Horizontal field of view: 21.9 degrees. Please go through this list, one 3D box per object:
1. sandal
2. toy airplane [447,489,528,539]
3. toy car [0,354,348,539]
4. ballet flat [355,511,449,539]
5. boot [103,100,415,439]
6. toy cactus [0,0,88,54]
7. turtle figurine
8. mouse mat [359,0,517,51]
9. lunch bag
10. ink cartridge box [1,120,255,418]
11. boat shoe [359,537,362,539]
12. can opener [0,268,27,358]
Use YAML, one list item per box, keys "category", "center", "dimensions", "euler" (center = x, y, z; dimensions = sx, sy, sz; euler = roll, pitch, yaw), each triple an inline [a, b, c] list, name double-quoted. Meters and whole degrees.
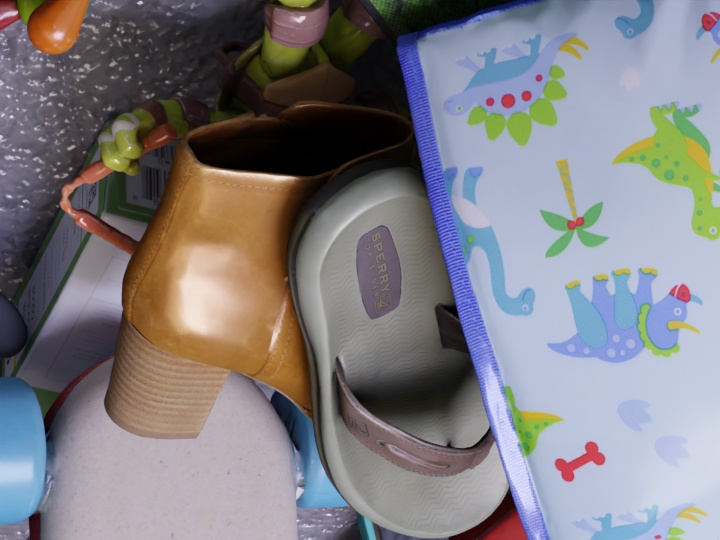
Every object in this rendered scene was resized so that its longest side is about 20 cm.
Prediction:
- category: "sandal"
  center: [0.021, 0.045, 0.713]
  dimensions: [0.080, 0.057, 0.201]
  euler: [-38, 140, -16]
- category: "toy airplane"
  center: [0.127, 0.141, 0.912]
  dimensions: [0.199, 0.141, 0.200]
  euler: [-15, 165, -7]
- category: "toy car"
  center: [-0.111, 0.132, 0.849]
  dimensions: [0.184, 0.177, 0.200]
  euler: [1, 169, -26]
- category: "ballet flat"
  center: [0.017, 0.089, 0.939]
  dimensions: [0.073, 0.073, 0.200]
  euler: [-11, 138, 7]
- category: "boot"
  center: [-0.001, 0.000, 0.744]
  dimensions: [0.201, 0.071, 0.144]
  euler: [-4, 134, -36]
- category: "toy cactus"
  center: [-0.088, -0.141, 0.643]
  dimensions: [0.165, 0.102, 0.200]
  euler: [2, 146, -2]
- category: "turtle figurine"
  center: [-0.016, -0.077, 0.749]
  dimensions: [0.200, 0.064, 0.161]
  euler: [0, 139, -31]
- category: "mouse mat"
  center: [0.103, -0.081, 0.678]
  dimensions: [0.161, 0.008, 0.200]
  euler: [-21, 136, 21]
- category: "lunch bag"
  center: [0.119, -0.013, 0.662]
  dimensions: [0.170, 0.127, 0.200]
  euler: [-15, 108, 14]
- category: "ink cartridge box"
  center: [-0.102, 0.028, 0.860]
  dimensions: [0.104, 0.059, 0.200]
  euler: [14, 135, -21]
- category: "boat shoe"
  center: [0.067, 0.209, 1.077]
  dimensions: [0.200, 0.072, 0.068]
  euler: [25, 136, -21]
- category: "can opener"
  center: [-0.201, -0.034, 0.776]
  dimensions: [0.067, 0.053, 0.200]
  euler: [15, 151, 35]
